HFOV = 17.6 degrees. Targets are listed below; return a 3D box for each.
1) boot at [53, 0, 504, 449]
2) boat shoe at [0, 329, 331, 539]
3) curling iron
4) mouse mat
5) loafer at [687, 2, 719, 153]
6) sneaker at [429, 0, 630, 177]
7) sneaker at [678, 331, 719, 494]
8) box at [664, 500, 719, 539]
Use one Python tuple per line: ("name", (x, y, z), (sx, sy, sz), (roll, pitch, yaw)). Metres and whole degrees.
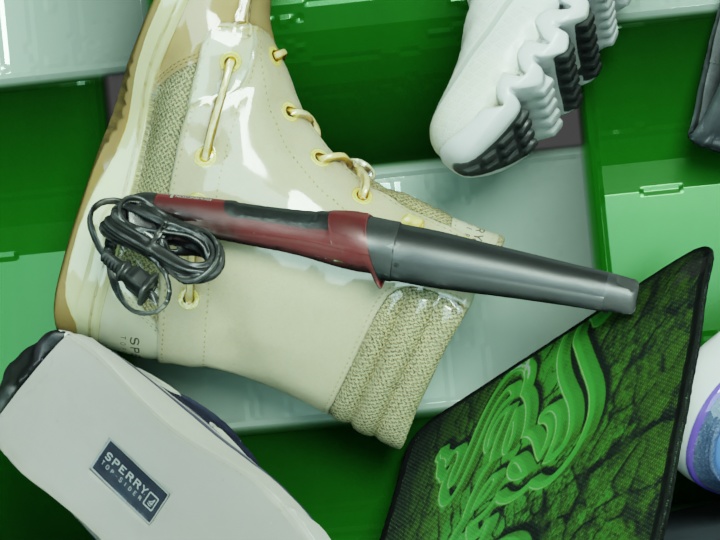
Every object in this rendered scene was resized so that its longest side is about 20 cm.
("boot", (-0.015, -0.046, 0.883), (0.155, 0.073, 0.201), (20, 92, 3))
("boat shoe", (-0.045, 0.098, 0.840), (0.075, 0.093, 0.200), (-49, 56, 8))
("curling iron", (0.000, 0.000, 0.837), (0.199, 0.026, 0.050), (6, 60, 0))
("mouse mat", (0.052, 0.084, 0.801), (0.008, 0.200, 0.161), (43, 126, -16))
("loafer", (0.161, -0.140, 0.878), (0.070, 0.068, 0.202), (4, 94, -7))
("sneaker", (0.069, -0.126, 0.878), (0.081, 0.075, 0.201), (24, 74, 12))
("sneaker", (0.219, 0.074, 0.805), (0.199, 0.147, 0.081), (0, 119, -29))
("box", (0.126, 0.162, 0.813), (0.079, 0.200, 0.142), (-10, 89, 2))
